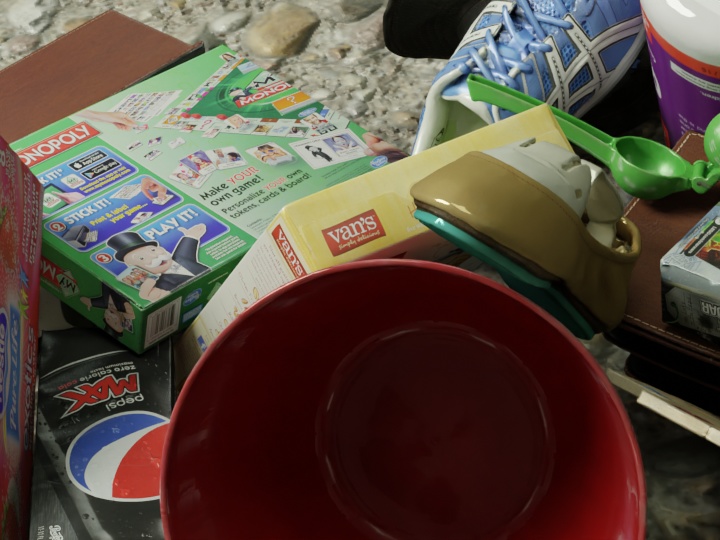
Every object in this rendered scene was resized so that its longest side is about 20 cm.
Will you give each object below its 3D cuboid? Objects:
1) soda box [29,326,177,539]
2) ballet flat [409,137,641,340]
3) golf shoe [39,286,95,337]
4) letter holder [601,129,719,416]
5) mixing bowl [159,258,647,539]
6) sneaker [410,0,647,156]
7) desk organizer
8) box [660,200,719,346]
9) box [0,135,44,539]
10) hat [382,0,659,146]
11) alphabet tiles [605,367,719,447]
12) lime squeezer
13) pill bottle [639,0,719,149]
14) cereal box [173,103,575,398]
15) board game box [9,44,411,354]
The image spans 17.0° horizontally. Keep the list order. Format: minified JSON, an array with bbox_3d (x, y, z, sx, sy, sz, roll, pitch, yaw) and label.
[{"bbox_3d":[-0.111,0.110,1.060,0.063,0.071,0.201,-3,37,-3],"label":"soda box"},{"bbox_3d":[0.072,-0.023,0.981,0.068,0.200,0.063,30,88,20],"label":"ballet flat"},{"bbox_3d":[-0.122,-0.006,1.212,0.199,0.078,0.088,-27,48,-27],"label":"golf shoe"},{"bbox_3d":[0.208,0.038,1.102,0.199,0.101,0.142,18,45,27],"label":"letter holder"},{"bbox_3d":[0.024,0.083,1.010,0.198,0.202,0.108,3,12,9],"label":"mixing bowl"},{"bbox_3d":[0.084,-0.098,1.189,0.075,0.201,0.077,30,12,19],"label":"sneaker"},{"bbox_3d":[-0.176,-0.062,1.292,0.077,0.072,0.200,26,47,37],"label":"desk organizer"},{"bbox_3d":[0.243,-0.022,1.059,0.136,0.040,0.200,24,49,33],"label":"box"},{"bbox_3d":[-0.198,0.046,1.051,0.099,0.096,0.202,0,76,5],"label":"box"},{"bbox_3d":[0.114,-0.113,1.294,0.199,0.201,0.082,-6,74,-2],"label":"hat"},{"bbox_3d":[0.193,0.089,0.992,0.167,0.008,0.200,29,3,32],"label":"alphabet tiles"},{"bbox_3d":[0.153,-0.070,1.101,0.198,0.071,0.038,-7,8,17],"label":"lime squeezer"},{"bbox_3d":[0.200,-0.102,1.189,0.111,0.200,0.113,-6,59,10],"label":"pill bottle"},{"bbox_3d":[0.000,0.000,1.100,0.143,0.200,0.040,-23,79,-26],"label":"cereal box"},{"bbox_3d":[-0.087,-0.041,1.184,0.134,0.029,0.199,32,41,27],"label":"board game box"}]
